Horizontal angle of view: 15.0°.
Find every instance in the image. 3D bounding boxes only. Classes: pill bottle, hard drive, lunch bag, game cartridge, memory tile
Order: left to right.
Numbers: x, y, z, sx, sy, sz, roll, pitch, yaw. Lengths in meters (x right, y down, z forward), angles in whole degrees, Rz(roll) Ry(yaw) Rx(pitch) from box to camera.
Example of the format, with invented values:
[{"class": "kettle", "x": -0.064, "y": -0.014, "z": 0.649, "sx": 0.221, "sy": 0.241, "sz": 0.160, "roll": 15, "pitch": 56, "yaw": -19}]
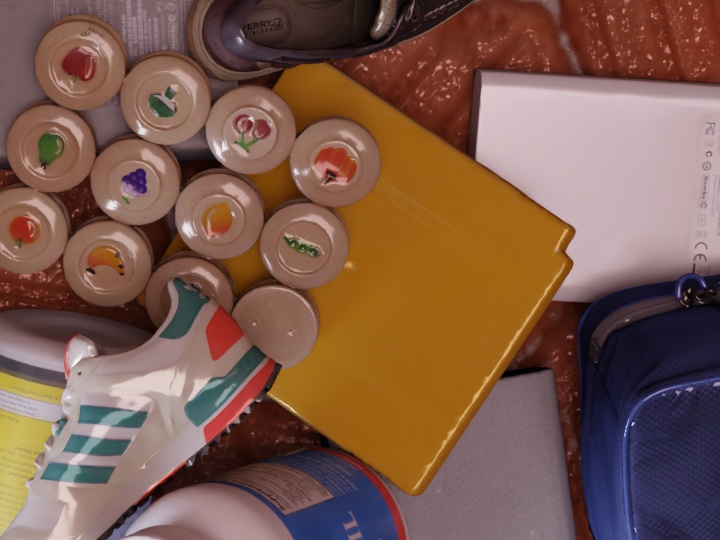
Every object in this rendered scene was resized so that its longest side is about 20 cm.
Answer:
[{"class": "pill bottle", "x": -0.174, "y": 0.129, "z": 1.538, "sx": 0.112, "sy": 0.112, "sz": 0.201, "roll": 9, "pitch": 99, "yaw": -11}, {"class": "hard drive", "x": -0.168, "y": -0.127, "z": 1.517, "sx": 0.199, "sy": 0.033, "sz": 0.140, "roll": -3, "pitch": 93, "yaw": -7}, {"class": "memory tile", "x": -0.100, "y": -0.040, "z": 1.496, "sx": 0.199, "sy": 0.017, "sz": 0.154, "roll": 21, "pitch": 107, "yaw": -5}, {"class": "pill bottle", "x": -0.063, "y": 0.165, "z": 1.470, "sx": 0.112, "sy": 0.200, "sz": 0.113, "roll": 4, "pitch": 99, "yaw": 27}, {"class": "game cartridge", "x": 0.000, "y": 0.000, "z": 1.540, "sx": 0.200, "sy": 0.032, "sz": 0.177, "roll": 35, "pitch": 94, "yaw": 12}, {"class": "hard drive", "x": 0.057, "y": 0.165, "z": 1.594, "sx": 0.139, "sy": 0.033, "sz": 0.201, "roll": -9, "pitch": 93, "yaw": -14}, {"class": "hard drive", "x": 0.160, "y": -0.046, "z": 1.603, "sx": 0.199, "sy": 0.025, "sz": 0.132, "roll": 3, "pitch": 101, "yaw": -10}, {"class": "lunch bag", "x": 0.196, "y": 0.094, "z": 1.577, "sx": 0.135, "sy": 0.132, "sz": 0.201, "roll": -7, "pitch": 118, "yaw": -9}]

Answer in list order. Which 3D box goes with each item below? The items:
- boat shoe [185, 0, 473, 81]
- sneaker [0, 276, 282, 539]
[{"class": "boat shoe", "x": 0.002, "y": -0.151, "z": 1.513, "sx": 0.199, "sy": 0.065, "sz": 0.072, "roll": -18, "pitch": 104, "yaw": -26}, {"class": "sneaker", "x": -0.141, "y": 0.087, "z": 1.454, "sx": 0.200, "sy": 0.070, "sz": 0.093, "roll": -40, "pitch": 91, "yaw": -3}]
